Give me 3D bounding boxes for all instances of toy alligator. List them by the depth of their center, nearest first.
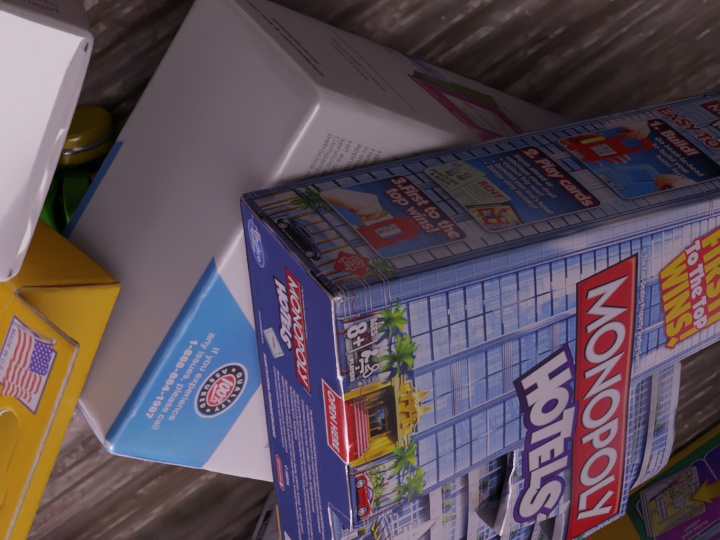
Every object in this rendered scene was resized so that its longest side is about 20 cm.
[{"bbox_3d":[-0.108,-0.023,0.801,0.198,0.054,0.060,-14,116,-5],"label":"toy alligator"}]

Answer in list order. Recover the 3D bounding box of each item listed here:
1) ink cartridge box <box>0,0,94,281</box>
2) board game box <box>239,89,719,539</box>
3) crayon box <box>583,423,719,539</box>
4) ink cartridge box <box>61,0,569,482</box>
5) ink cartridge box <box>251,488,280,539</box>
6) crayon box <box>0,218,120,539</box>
[{"bbox_3d":[-0.171,-0.086,0.679,0.144,0.200,0.084,16,107,-18],"label":"ink cartridge box"},{"bbox_3d":[0.065,0.028,0.745,0.199,0.062,0.201,-25,136,-21],"label":"board game box"},{"bbox_3d":[0.166,0.121,0.890,0.199,0.119,0.058,-36,117,6],"label":"crayon box"},{"bbox_3d":[0.000,0.000,0.781,0.199,0.085,0.145,17,113,-44],"label":"ink cartridge box"},{"bbox_3d":[0.006,0.220,0.867,0.040,0.201,0.200,-21,123,37],"label":"ink cartridge box"},{"bbox_3d":[-0.161,0.026,0.740,0.051,0.200,0.126,-3,122,-51],"label":"crayon box"}]
